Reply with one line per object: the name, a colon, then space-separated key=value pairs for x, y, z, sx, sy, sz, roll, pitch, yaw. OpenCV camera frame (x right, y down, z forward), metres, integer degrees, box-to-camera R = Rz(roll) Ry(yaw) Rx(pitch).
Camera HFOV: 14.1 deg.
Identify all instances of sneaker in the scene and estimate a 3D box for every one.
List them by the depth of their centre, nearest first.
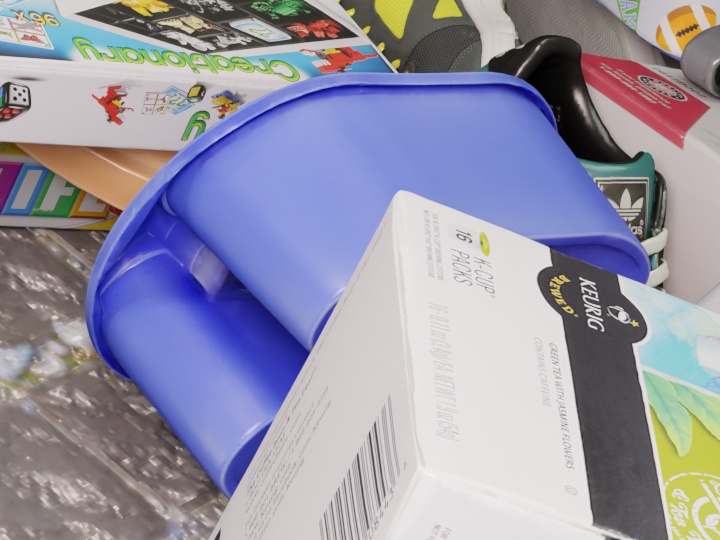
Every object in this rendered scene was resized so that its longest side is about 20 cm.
sneaker: x=0.083 y=0.001 z=1.094 sx=0.071 sy=0.080 sz=0.200 roll=-1 pitch=57 yaw=-38
sneaker: x=0.023 y=-0.092 z=1.256 sx=0.085 sy=0.075 sz=0.200 roll=-1 pitch=39 yaw=-1
sneaker: x=0.144 y=-0.091 z=1.341 sx=0.115 sy=0.074 sz=0.200 roll=14 pitch=30 yaw=-19

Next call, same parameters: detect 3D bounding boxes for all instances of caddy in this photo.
caddy: x=0.000 y=0.000 z=0.996 sx=0.200 sy=0.141 sz=0.105 roll=-3 pitch=47 yaw=-45

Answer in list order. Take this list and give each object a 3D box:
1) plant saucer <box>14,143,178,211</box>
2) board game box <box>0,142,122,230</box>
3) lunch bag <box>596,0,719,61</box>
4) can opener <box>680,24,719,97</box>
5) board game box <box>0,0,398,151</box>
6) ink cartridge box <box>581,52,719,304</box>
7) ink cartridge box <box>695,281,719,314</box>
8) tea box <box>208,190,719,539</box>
plant saucer: x=-0.067 y=-0.080 z=1.105 sx=0.200 sy=0.032 sz=0.200 roll=22 pitch=29 yaw=-13
board game box: x=-0.137 y=-0.070 z=1.095 sx=0.200 sy=0.034 sz=0.134 roll=1 pitch=38 yaw=-40
lunch bag: x=0.149 y=-0.151 z=1.302 sx=0.160 sy=0.076 sz=0.200 roll=6 pitch=25 yaw=-36
can opener: x=0.218 y=-0.086 z=1.227 sx=0.200 sy=0.053 sz=0.066 roll=5 pitch=23 yaw=-45
board game box: x=-0.091 y=-0.092 z=1.034 sx=0.200 sy=0.035 sz=0.126 roll=2 pitch=38 yaw=-39
ink cartridge box: x=0.176 y=-0.016 z=1.201 sx=0.200 sy=0.086 sz=0.148 roll=1 pitch=28 yaw=-45
ink cartridge box: x=0.190 y=0.076 z=0.980 sx=0.050 sy=0.162 sz=0.200 roll=-11 pitch=64 yaw=-41
tea box: x=0.057 y=0.120 z=0.786 sx=0.197 sy=0.200 sz=0.134 roll=20 pitch=29 yaw=-15
